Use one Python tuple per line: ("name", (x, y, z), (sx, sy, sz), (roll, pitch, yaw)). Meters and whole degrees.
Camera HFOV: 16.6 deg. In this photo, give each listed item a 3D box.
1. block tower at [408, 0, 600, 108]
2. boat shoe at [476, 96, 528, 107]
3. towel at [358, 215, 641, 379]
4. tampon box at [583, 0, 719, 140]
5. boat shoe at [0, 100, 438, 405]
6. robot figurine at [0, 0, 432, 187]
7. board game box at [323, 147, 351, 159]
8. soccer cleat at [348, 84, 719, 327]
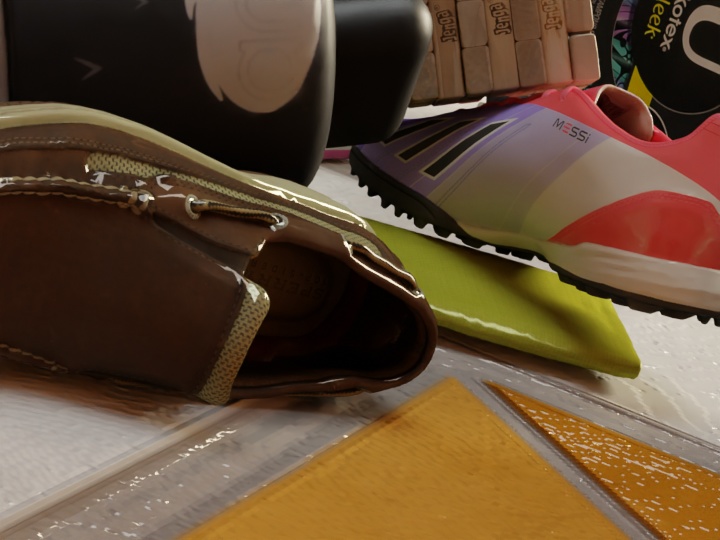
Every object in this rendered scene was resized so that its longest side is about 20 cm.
("block tower", (-0.014, -0.083, 0.930), (0.198, 0.055, 0.058), (-7, -1, -2))
("boat shoe", (0.146, -0.087, 1.285), (0.199, 0.061, 0.074), (7, 18, -35))
("towel", (0.000, 0.000, 0.885), (0.198, 0.018, 0.086), (16, 18, -9))
("tampon box", (0.209, -0.078, 1.144), (0.126, 0.151, 0.199), (4, 20, -45))
("boat shoe", (-0.054, 0.001, 0.701), (0.201, 0.075, 0.075), (4, 26, -44))
("robot figurine", (-0.080, -0.078, 0.813), (0.198, 0.126, 0.150), (-5, 23, -15))
("board game box", (-0.109, -0.111, 1.073), (0.199, 0.065, 0.147), (28, 17, 30))
("soccer cleat", (0.071, -0.038, 0.911), (0.068, 0.074, 0.199), (11, 8, -38))
